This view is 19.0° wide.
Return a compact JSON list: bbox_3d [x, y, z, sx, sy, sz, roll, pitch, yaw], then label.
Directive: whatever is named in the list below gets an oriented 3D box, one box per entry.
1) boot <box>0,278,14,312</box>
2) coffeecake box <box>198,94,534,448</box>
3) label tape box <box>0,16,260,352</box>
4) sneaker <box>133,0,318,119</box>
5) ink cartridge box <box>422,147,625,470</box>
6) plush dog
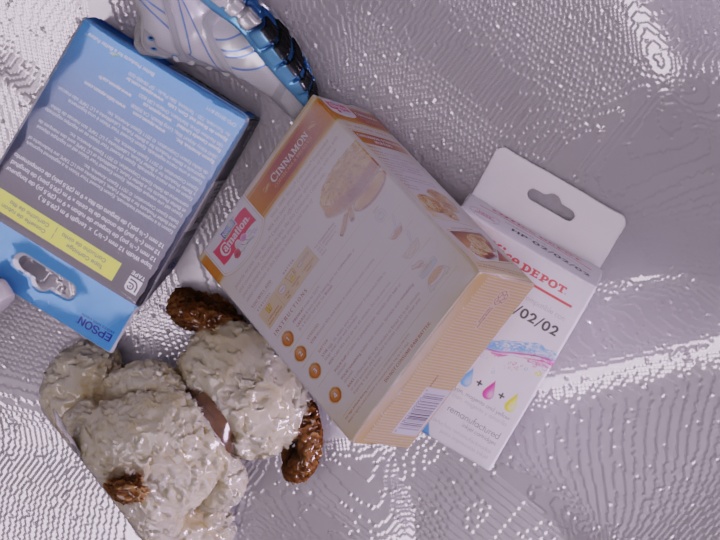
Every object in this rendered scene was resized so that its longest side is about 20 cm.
[{"bbox_3d":[-0.329,0.019,1.588,0.200,0.073,0.091,-28,94,51],"label":"boot"},{"bbox_3d":[0.000,0.000,1.517,0.200,0.073,0.154,48,111,31],"label":"coffeecake box"},{"bbox_3d":[-0.186,-0.063,1.578,0.143,0.066,0.201,31,98,2],"label":"label tape box"},{"bbox_3d":[-0.112,-0.171,1.534,0.087,0.075,0.200,-39,112,14],"label":"sneaker"},{"bbox_3d":[0.096,0.026,1.558,0.115,0.068,0.201,29,104,3],"label":"ink cartridge box"},{"bbox_3d":[-0.120,0.108,1.586,0.172,0.160,0.200,-38,94,-10],"label":"plush dog"}]
